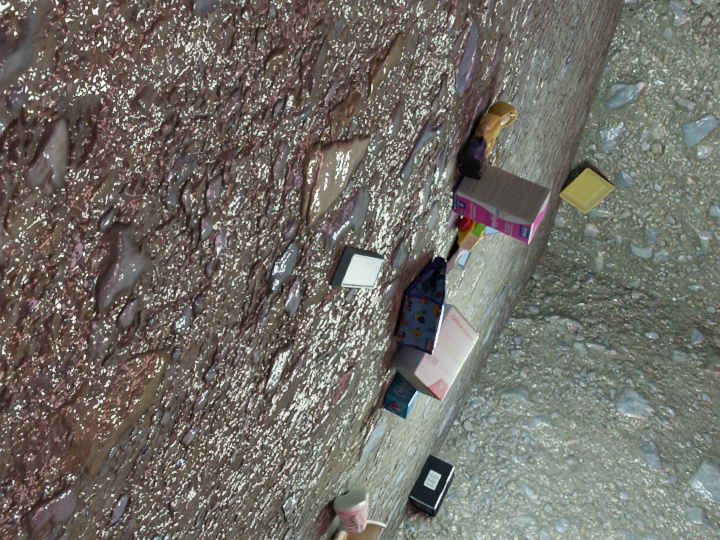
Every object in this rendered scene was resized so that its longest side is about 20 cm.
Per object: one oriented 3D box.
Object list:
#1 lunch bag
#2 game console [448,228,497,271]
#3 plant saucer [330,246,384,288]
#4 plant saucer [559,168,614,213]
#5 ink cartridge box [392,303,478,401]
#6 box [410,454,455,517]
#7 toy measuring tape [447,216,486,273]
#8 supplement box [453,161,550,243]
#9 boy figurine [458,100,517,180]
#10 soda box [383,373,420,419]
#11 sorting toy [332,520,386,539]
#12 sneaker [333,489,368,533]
[{"bbox_3d":[0.163,0.071,1.845,0.200,0.093,0.152,-59,162,-54],"label":"lunch bag"},{"bbox_3d":[0.330,-0.069,2.094,0.177,0.116,0.200,-67,163,2],"label":"game console"},{"bbox_3d":[0.000,0.000,1.349,0.070,0.019,0.200,-68,162,4],"label":"plant saucer"},{"bbox_3d":[1.116,-0.404,3.883,0.200,0.199,0.049,-46,-152,31],"label":"plant saucer"},{"bbox_3d":[0.190,0.198,1.957,0.145,0.083,0.201,46,69,-36],"label":"ink cartridge box"},{"bbox_3d":[0.306,0.913,3.313,0.201,0.123,0.197,-60,161,-22],"label":"box"},{"bbox_3d":[0.256,-0.077,1.974,0.201,0.073,0.073,-53,166,15],"label":"toy measuring tape"},{"bbox_3d":[0.322,-0.161,1.799,0.104,0.199,0.101,-59,162,-21],"label":"supplement box"},{"bbox_3d":[0.284,-0.295,1.746,0.201,0.064,0.125,-55,157,-25],"label":"boy figurine"},{"bbox_3d":[0.137,0.290,2.063,0.200,0.067,0.065,-51,158,-41],"label":"soda box"},{"bbox_3d":[-0.036,0.744,2.110,0.201,0.106,0.180,-61,155,-16],"label":"sorting toy"},{"bbox_3d":[-0.022,0.619,1.973,0.200,0.075,0.106,28,68,-77],"label":"sneaker"}]
